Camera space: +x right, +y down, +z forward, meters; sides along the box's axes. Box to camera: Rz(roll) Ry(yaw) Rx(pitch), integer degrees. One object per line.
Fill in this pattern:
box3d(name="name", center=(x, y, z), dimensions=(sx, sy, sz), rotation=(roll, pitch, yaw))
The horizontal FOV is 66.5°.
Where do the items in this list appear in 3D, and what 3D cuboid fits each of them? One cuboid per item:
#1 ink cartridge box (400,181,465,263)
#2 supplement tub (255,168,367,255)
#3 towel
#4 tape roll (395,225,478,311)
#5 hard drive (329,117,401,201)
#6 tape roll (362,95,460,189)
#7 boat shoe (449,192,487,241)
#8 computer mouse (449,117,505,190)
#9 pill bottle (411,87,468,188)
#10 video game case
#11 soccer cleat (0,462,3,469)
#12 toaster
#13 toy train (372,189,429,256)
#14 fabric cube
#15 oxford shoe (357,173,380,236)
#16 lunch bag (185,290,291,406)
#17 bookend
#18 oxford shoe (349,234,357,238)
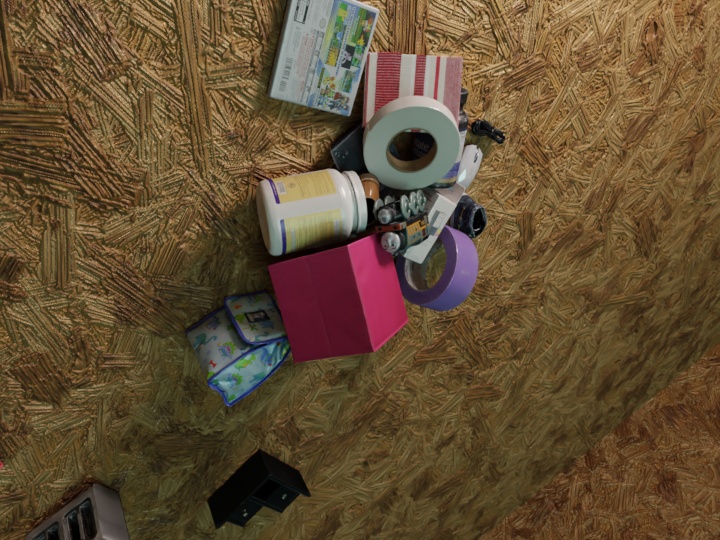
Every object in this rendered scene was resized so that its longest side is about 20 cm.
box3d(name="ink cartridge box", center=(0.143, -0.135, 1.273), dimensions=(0.066, 0.117, 0.203), rotation=(20, 107, -38))
box3d(name="supplement tub", center=(-0.098, -0.119, 1.086), dimensions=(0.195, 0.146, 0.149), rotation=(-12, 126, -17))
box3d(name="towel", center=(0.103, -0.352, 1.093), dimensions=(0.194, 0.023, 0.148), rotation=(2, 103, -5))
box3d(name="tape roll", center=(0.181, -0.009, 1.326), dimensions=(0.084, 0.200, 0.203), rotation=(16, 110, -38))
box3d(name="hard drive", center=(0.019, -0.224, 1.181), dimensions=(0.134, 0.042, 0.201), rotation=(-41, 133, -5))
box3d(name="tape roll", center=(0.101, -0.251, 1.103), dimensions=(0.197, 0.038, 0.206), rotation=(-3, 138, -2))
box3d(name="boat shoe", center=(0.275, -0.095, 1.409), dimensions=(0.070, 0.091, 0.204), rotation=(-25, 130, -17))
box3d(name="computer mouse", center=(0.267, -0.260, 1.327), dimensions=(0.108, 0.044, 0.203), rotation=(18, 108, -41))
box3d(name="pill bottle", center=(0.173, -0.292, 1.195), dimensions=(0.109, 0.112, 0.205), rotation=(-10, 123, -28))
box3d(name="video game case", center=(-0.068, -0.405, 1.018), dimensions=(0.179, 0.022, 0.204), rotation=(2, 116, -35))
box3d(name="soccer cleat", center=(-0.754, 0.336, 1.017), dimensions=(0.073, 0.067, 0.203), rotation=(-46, 134, -32))
box3d(name="toaster", center=(-0.608, 0.602, 1.192), dimensions=(0.179, 0.200, 0.120), rotation=(-35, 137, -7))
box3d(name="toy train", center=(0.089, -0.101, 1.138), dimensions=(0.199, 0.083, 0.117), rotation=(-32, 114, -63))
box3d(name="fabric cube", center=(-0.040, 0.049, 1.117), dimensions=(0.196, 0.196, 0.205), rotation=(-29, 106, -62))
box3d(name="oxford shoe", center=(0.014, -0.109, 1.184), dimensions=(0.069, 0.073, 0.202), rotation=(-4, 143, 4))
box3d(name="lunch bag", center=(-0.246, 0.148, 1.159), dimensions=(0.198, 0.170, 0.129), rotation=(-33, 136, -10))
box3d(name="bookend", center=(-0.275, 0.622, 1.504), dimensions=(0.199, 0.092, 0.199), rotation=(-43, 134, -1))
box3d(name="oxford shoe", center=(0.000, 0.000, 1.243), dimensions=(0.069, 0.073, 0.205), rotation=(-16, 92, -28))
